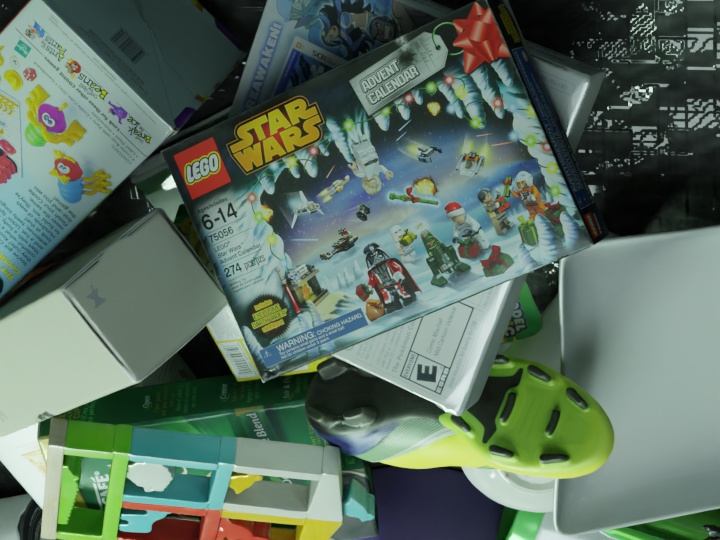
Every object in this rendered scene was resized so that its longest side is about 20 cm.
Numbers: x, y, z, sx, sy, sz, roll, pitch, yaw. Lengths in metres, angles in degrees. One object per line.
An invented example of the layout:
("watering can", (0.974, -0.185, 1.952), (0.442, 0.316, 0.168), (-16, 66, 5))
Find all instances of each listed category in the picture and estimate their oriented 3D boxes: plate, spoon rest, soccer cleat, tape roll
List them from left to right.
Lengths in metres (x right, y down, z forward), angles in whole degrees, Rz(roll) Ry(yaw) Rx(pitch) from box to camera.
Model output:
("tape roll", (0.044, 0.232, 1.405), (0.200, 0.085, 0.200), (8, 131, 9))
("soccer cleat", (0.062, 0.086, 1.186), (0.200, 0.065, 0.084), (5, 159, 34))
("spoon rest", (0.123, 0.060, 1.234), (0.099, 0.061, 0.200), (19, 117, -1))
("plate", (0.203, 0.051, 1.192), (0.200, 0.032, 0.200), (-9, 120, -11))

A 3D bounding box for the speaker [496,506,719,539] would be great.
("speaker", (0.193, 0.178, 1.319), (0.200, 0.088, 0.088), (19, 132, -2))

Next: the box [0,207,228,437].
("box", (-0.162, 0.033, 1.169), (0.068, 0.082, 0.200), (53, 149, -10))

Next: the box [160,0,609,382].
("box", (0.011, -0.041, 1.072), (0.200, 0.040, 0.137), (-24, 90, 22))

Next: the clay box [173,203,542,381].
("clay box", (0.000, 0.000, 1.206), (0.200, 0.048, 0.115), (-9, 131, 20))

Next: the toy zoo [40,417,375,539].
("toy zoo", (-0.090, 0.136, 1.244), (0.200, 0.020, 0.131), (7, 148, -7))

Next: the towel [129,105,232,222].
("towel", (-0.025, -0.025, 1.243), (0.149, 0.031, 0.200), (-24, 123, 32))

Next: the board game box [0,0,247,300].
("board game box", (-0.176, -0.082, 1.166), (0.105, 0.103, 0.200), (45, 126, -8))

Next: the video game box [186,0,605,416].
("video game box", (0.012, -0.048, 1.116), (0.182, 0.047, 0.200), (24, 107, 12))

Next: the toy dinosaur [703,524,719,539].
("toy dinosaur", (0.249, 0.147, 1.277), (0.200, 0.088, 0.047), (22, 137, -5))

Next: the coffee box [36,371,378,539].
("coffee box", (-0.094, 0.127, 1.307), (0.200, 0.044, 0.123), (-7, 124, 3))

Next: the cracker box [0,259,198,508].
("cracker box", (-0.178, 0.091, 1.355), (0.134, 0.058, 0.200), (-19, 123, 26))

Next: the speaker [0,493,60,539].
("speaker", (-0.304, 0.211, 1.475), (0.200, 0.081, 0.081), (-12, 126, 22))
